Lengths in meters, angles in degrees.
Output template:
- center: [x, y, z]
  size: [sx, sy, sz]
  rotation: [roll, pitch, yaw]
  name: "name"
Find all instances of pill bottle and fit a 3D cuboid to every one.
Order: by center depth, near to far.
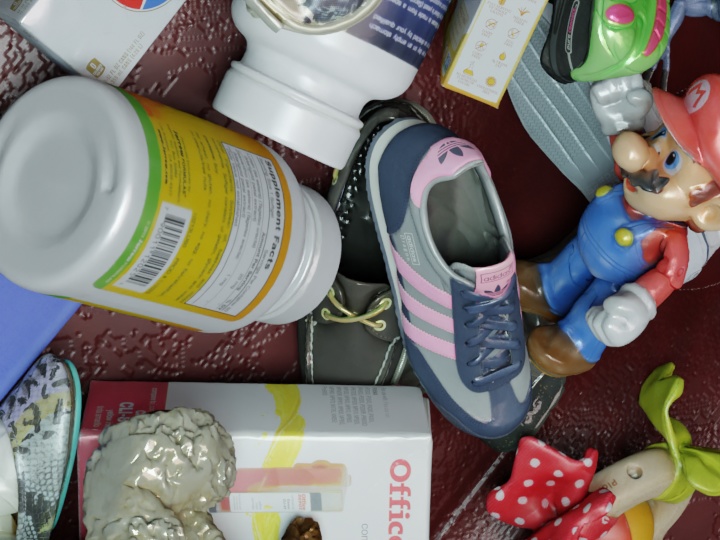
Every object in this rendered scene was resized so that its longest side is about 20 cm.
- center: [-0.099, -0.027, 1.091]
  size: [0.200, 0.111, 0.112]
  rotation: [18, 98, -54]
  name: "pill bottle"
- center: [-0.004, -0.163, 1.119]
  size: [0.111, 0.111, 0.201]
  rotation: [22, 95, -32]
  name: "pill bottle"

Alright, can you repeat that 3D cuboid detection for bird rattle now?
- center: [0.164, 0.161, 1.314]
  size: [0.200, 0.113, 0.163]
  rotation: [-31, 152, -30]
  name: "bird rattle"

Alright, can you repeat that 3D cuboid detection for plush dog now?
- center: [-0.097, 0.195, 1.069]
  size: [0.200, 0.161, 0.172]
  rotation: [-45, 136, 11]
  name: "plush dog"

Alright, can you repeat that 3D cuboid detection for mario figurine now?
- center: [0.144, -0.035, 1.155]
  size: [0.106, 0.123, 0.200]
  rotation: [-26, 158, -55]
  name: "mario figurine"

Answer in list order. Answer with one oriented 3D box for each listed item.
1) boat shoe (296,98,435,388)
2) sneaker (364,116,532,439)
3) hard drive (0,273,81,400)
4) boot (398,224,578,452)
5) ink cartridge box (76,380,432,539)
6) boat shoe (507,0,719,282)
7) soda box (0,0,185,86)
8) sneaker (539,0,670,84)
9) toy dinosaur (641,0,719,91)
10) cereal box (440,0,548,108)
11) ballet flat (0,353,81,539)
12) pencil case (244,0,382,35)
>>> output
- center: [0.000, 0.000, 1.192]
  size: [0.071, 0.061, 0.202]
  rotation: [11, 98, 7]
  name: "boat shoe"
- center: [0.060, 0.014, 1.139]
  size: [0.070, 0.082, 0.201]
  rotation: [-29, 113, -19]
  name: "sneaker"
- center: [-0.232, 0.024, 1.084]
  size: [0.200, 0.025, 0.132]
  rotation: [-51, 128, -15]
  name: "hard drive"
- center: [0.094, 0.006, 1.260]
  size: [0.130, 0.068, 0.200]
  rotation: [36, 86, -27]
  name: "boot"
- center: [-0.059, 0.144, 1.166]
  size: [0.199, 0.083, 0.146]
  rotation: [0, 107, -3]
  name: "ink cartridge box"
- center: [0.155, -0.086, 1.244]
  size: [0.067, 0.073, 0.201]
  rotation: [-35, 99, -38]
  name: "boat shoe"
- center: [-0.107, -0.194, 1.081]
  size: [0.068, 0.064, 0.200]
  rotation: [40, 85, -32]
  name: "soda box"
- center: [0.136, -0.191, 1.177]
  size: [0.077, 0.084, 0.201]
  rotation: [40, 47, -32]
  name: "sneaker"
- center: [0.254, -0.182, 1.274]
  size: [0.201, 0.105, 0.182]
  rotation: [-59, 144, -14]
  name: "toy dinosaur"
- center: [0.099, -0.205, 1.113]
  size: [0.039, 0.144, 0.201]
  rotation: [21, 115, -7]
  name: "cereal box"
- center: [-0.200, 0.140, 1.124]
  size: [0.072, 0.072, 0.201]
  rotation: [-1, 118, -28]
  name: "ballet flat"
- center: [-0.045, -0.161, 0.971]
  size: [0.078, 0.200, 0.090]
  rotation: [33, 93, -22]
  name: "pencil case"
